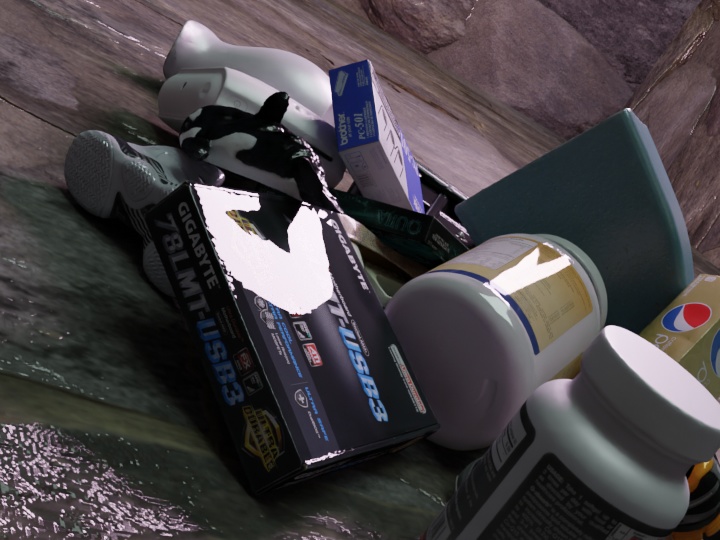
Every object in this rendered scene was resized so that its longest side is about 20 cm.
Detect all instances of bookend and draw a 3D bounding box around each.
[{"bbox_3d":[0.065,-0.051,1.190,0.199,0.093,0.199,35,18,3],"label":"bookend"}]

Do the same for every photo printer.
[{"bbox_3d":[-0.107,-0.142,1.043,0.165,0.070,0.199,28,-4,-28],"label":"photo printer"}]

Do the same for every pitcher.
[{"bbox_3d":[-0.119,-0.208,1.244,0.198,0.122,0.172,27,1,12],"label":"pitcher"}]

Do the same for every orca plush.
[{"bbox_3d":[-0.078,-0.108,0.803,0.104,0.072,0.200,14,9,-28],"label":"orca plush"}]

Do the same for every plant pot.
[{"bbox_3d":[0.245,-0.021,1.057,0.202,0.194,0.196,63,20,8],"label":"plant pot"}]

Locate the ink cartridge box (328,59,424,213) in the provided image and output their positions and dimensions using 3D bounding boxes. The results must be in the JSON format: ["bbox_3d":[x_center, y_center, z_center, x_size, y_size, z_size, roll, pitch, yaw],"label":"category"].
[{"bbox_3d":[0.020,-0.111,1.028,0.200,0.044,0.095,57,23,-60],"label":"ink cartridge box"}]

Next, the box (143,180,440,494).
[{"bbox_3d":[-0.041,0.042,0.724,0.198,0.049,0.202,2,60,-60],"label":"box"}]

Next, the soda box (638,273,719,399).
[{"bbox_3d":[0.282,0.087,0.919,0.064,0.199,0.068,9,-50,53],"label":"soda box"}]

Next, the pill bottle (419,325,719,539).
[{"bbox_3d":[0.128,0.142,0.635,0.115,0.201,0.116,31,18,-12],"label":"pill bottle"}]

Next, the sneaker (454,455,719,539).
[{"bbox_3d":[0.165,0.150,0.748,0.078,0.197,0.079,71,18,-51],"label":"sneaker"}]

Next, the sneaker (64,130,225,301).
[{"bbox_3d":[-0.137,-0.043,0.825,0.199,0.076,0.114,39,20,22],"label":"sneaker"}]

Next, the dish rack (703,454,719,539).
[{"bbox_3d":[0.293,0.176,0.993,0.201,0.054,0.155,-108,173,-63],"label":"dish rack"}]

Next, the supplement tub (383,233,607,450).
[{"bbox_3d":[0.119,0.051,0.879,0.144,0.145,0.199,41,34,18],"label":"supplement tub"}]

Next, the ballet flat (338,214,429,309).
[{"bbox_3d":[0.000,0.000,0.909,0.198,0.068,0.068,21,28,-35],"label":"ballet flat"}]

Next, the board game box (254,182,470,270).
[{"bbox_3d":[0.010,-0.040,0.991,0.198,0.028,0.135,18,-9,33],"label":"board game box"}]

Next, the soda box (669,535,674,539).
[{"bbox_3d":[0.224,0.218,0.788,0.200,0.068,0.064,50,1,39],"label":"soda box"}]
